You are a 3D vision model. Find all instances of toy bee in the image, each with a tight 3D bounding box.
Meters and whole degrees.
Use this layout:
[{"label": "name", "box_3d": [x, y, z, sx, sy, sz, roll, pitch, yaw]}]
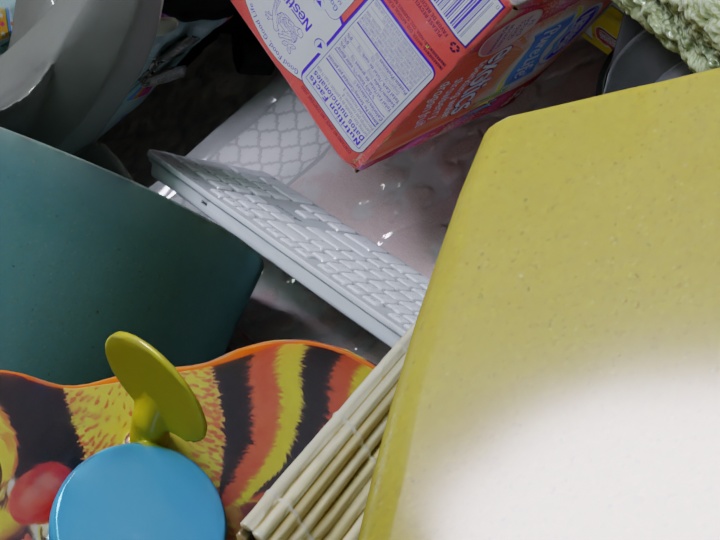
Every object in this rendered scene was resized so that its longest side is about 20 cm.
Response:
[{"label": "toy bee", "box_3d": [-0.079, 0.054, 0.627, 0.131, 0.200, 0.109, -49, 62, 45]}]

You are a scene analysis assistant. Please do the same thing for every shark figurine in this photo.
[{"label": "shark figurine", "box_3d": [-0.109, -0.082, 0.764, 0.128, 0.215, 0.089, 45, 41, 17]}]

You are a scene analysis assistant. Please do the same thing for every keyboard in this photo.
[{"label": "keyboard", "box_3d": [0.000, 0.000, 0.763, 0.200, 0.056, 0.011, 35, 115, 47]}]

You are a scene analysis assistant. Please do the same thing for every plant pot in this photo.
[{"label": "plant pot", "box_3d": [-0.152, 0.040, 0.760, 0.200, 0.200, 0.161, 13, 80, 39]}, {"label": "plant pot", "box_3d": [0.115, 0.055, 0.536, 0.200, 0.200, 0.177, -12, 64, 22]}]

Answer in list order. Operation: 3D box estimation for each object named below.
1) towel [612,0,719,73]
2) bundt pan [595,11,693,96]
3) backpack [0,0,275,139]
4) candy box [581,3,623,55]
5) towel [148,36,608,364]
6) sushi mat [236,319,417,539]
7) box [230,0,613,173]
[{"label": "towel", "box_3d": [0.135, -0.107, 0.649, 0.148, 0.037, 0.200, -23, 40, -11]}, {"label": "bundt pan", "box_3d": [0.167, -0.057, 0.691, 0.201, 0.076, 0.202, -2, 54, 3]}, {"label": "backpack", "box_3d": [-0.142, -0.118, 0.914, 0.200, 0.126, 0.167, -37, 61, 25]}, {"label": "candy box", "box_3d": [0.126, -0.106, 0.806, 0.102, 0.026, 0.200, -35, 51, -15]}, {"label": "towel", "box_3d": [0.026, -0.039, 0.842, 0.200, 0.032, 0.191, -42, 43, -9]}, {"label": "sushi mat", "box_3d": [0.038, 0.058, 0.634, 0.012, 0.096, 0.200, -35, 7, 35]}, {"label": "box", "box_3d": [-0.004, -0.149, 0.772, 0.095, 0.200, 0.103, -26, -14, -44]}]
